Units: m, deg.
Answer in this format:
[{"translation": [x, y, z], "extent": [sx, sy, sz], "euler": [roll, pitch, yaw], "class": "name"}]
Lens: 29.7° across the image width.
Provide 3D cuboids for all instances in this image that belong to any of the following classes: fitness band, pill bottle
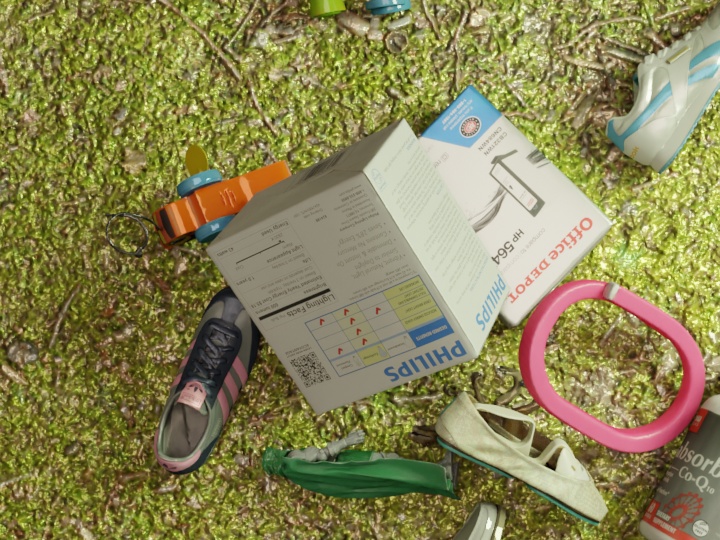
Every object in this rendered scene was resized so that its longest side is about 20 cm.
[{"translation": [0.247, 0.095, 1.325], "extent": [0.199, 0.037, 0.144], "euler": [31, 89, -19], "class": "fitness band"}, {"translation": [0.362, 0.191, 1.305], "extent": [0.115, 0.116, 0.201], "euler": [28, 87, 6], "class": "pill bottle"}]

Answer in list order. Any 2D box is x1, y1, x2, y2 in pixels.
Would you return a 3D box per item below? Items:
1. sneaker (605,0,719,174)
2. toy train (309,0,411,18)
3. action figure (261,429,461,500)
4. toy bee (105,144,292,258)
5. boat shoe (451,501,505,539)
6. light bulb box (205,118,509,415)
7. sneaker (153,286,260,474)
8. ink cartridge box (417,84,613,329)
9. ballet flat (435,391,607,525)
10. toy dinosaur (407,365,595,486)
[{"translation": [0.322, -0.200, 1.359], "extent": [0.081, 0.077, 0.201], "euler": [31, 86, 8], "class": "sneaker"}, {"translation": [-0.047, -0.312, 1.396], "extent": [0.199, 0.085, 0.116], "euler": [-8, 98, 3], "class": "toy train"}, {"translation": [-0.004, 0.196, 1.349], "extent": [0.199, 0.118, 0.055], "euler": [2, 62, 13], "class": "action figure"}, {"translation": [-0.169, -0.063, 1.381], "extent": [0.199, 0.109, 0.132], "euler": [2, 77, -21], "class": "toy bee"}, {"translation": [0.075, 0.312, 1.337], "extent": [0.068, 0.075, 0.201], "euler": [28, 89, 0], "class": "boat shoe"}, {"translation": [0.000, 0.000, 1.274], "extent": [0.198, 0.125, 0.201], "euler": [-23, 108, 32], "class": "light bulb box"}, {"translation": [-0.153, 0.111, 1.364], "extent": [0.070, 0.082, 0.201], "euler": [17, 87, 5], "class": "sneaker"}, {"translation": [0.132, -0.061, 1.356], "extent": [0.200, 0.084, 0.146], "euler": [44, 90, 6], "class": "ink cartridge box"}, {"translation": [0.167, 0.180, 1.309], "extent": [0.199, 0.067, 0.063], "euler": [28, 98, -12], "class": "ballet flat"}, {"translation": [0.146, 0.153, 1.364], "extent": [0.199, 0.058, 0.102], "euler": [12, 104, -8], "class": "toy dinosaur"}]
